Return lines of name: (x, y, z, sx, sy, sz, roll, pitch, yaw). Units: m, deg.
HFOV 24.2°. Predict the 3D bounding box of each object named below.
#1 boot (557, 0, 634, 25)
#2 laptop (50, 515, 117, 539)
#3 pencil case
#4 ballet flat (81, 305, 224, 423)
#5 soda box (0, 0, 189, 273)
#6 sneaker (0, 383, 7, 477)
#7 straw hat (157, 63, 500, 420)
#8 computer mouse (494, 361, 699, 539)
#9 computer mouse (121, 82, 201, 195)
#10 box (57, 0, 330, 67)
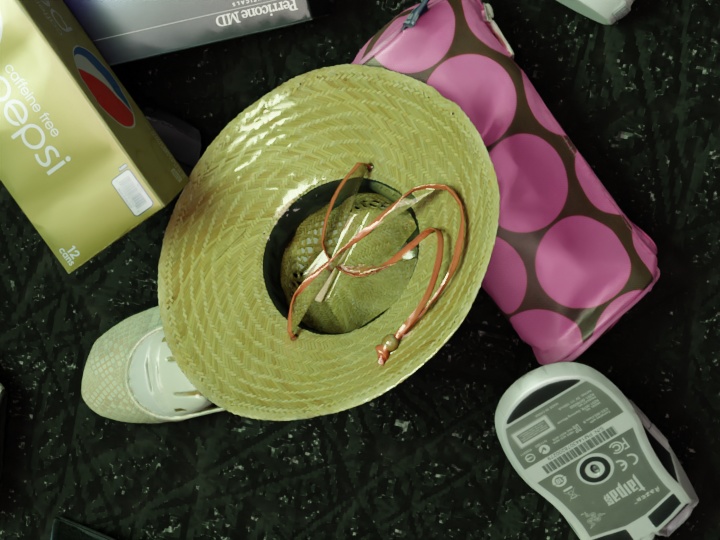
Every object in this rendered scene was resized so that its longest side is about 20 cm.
boot: (0.072, -0.217, 0.878, 0.199, 0.074, 0.096, 28, 94, -6)
laptop: (-0.084, 0.255, 0.987, 0.198, 0.116, 0.189, 6, 100, -23)
pencil case: (0.077, -0.052, 0.888, 0.093, 0.091, 0.201, -36, 95, -3)
ballet flat: (-0.068, 0.045, 0.928, 0.198, 0.062, 0.068, -13, 96, 9)
soda box: (-0.173, -0.103, 0.842, 0.064, 0.068, 0.201, -32, 99, 12)
sneaker: (-0.280, 0.122, 0.957, 0.115, 0.076, 0.201, 44, 98, 1)
straw hat: (0.000, 0.000, 0.855, 0.200, 0.085, 0.203, -14, 62, 29)
computer mouse: (0.142, 0.116, 0.903, 0.109, 0.044, 0.200, -30, 115, 15)
computer mouse: (-0.087, -0.048, 0.932, 0.199, 0.034, 0.059, 27, 99, 2)
box: (-0.129, -0.181, 0.895, 0.198, 0.079, 0.142, -12, 101, 8)
